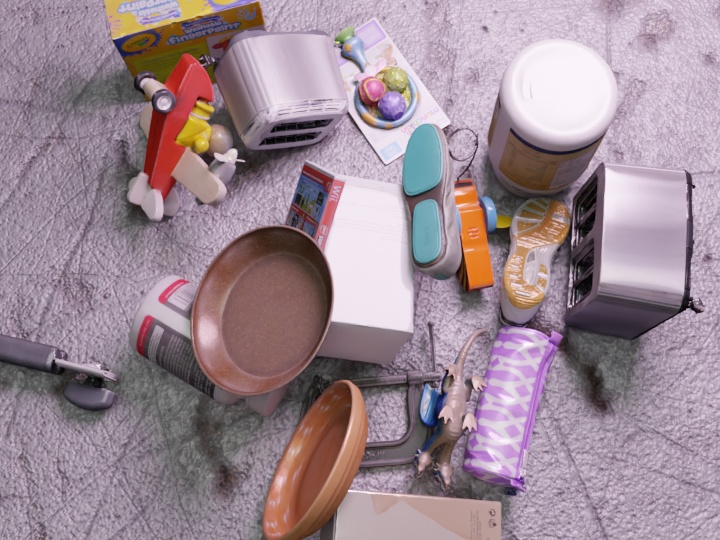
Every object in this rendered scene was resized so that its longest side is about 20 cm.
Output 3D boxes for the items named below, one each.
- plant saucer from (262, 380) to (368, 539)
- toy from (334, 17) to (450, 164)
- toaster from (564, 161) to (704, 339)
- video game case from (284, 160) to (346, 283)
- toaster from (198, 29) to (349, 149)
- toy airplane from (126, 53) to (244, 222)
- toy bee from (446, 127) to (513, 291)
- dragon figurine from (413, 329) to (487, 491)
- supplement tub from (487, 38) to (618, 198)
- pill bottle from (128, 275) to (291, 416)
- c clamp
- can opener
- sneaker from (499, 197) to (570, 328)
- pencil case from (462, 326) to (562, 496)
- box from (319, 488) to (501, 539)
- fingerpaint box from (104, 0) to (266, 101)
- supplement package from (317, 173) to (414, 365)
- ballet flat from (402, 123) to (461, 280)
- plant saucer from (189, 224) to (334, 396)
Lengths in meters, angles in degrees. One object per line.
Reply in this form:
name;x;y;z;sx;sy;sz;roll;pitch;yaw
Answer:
plant saucer;-0.048;0.225;0.967;0.037;0.200;0.202;31;76;-14
toy;0.027;-0.266;1.191;0.114;0.047;0.201;-33;75;-6
toaster;0.331;-0.022;1.032;0.117;0.200;0.183;7;74;-1
video game case;-0.076;-0.031;1.048;0.017;0.143;0.202;15;99;-22
toaster;-0.108;-0.244;1.131;0.198;0.113;0.131;-12;75;-38
toy airplane;-0.237;-0.161;1.123;0.140;0.198;0.203;-6;79;-37
toy bee;0.143;-0.079;1.116;0.129;0.109;0.203;12;95;-11
dragon figurine;0.110;0.168;1.042;0.058;0.100;0.202;18;58;-10
supplement tub;0.240;-0.186;1.080;0.142;0.200;0.146;0;73;2
pill bottle;-0.182;0.099;1.058;0.198;0.111;0.111;29;76;10
c clamp;0.014;0.168;1.079;0.197;0.027;0.173;-10;79;-3
can opener;-0.411;0.132;1.086;0.197;0.053;0.068;12;73;6
sneaker;0.220;-0.011;1.099;0.075;0.088;0.201;21;52;12
pencil case;0.187;0.170;1.036;0.083;0.085;0.202;25;72;-33
box;0.057;0.304;0.976;0.197;0.095;0.079;8;70;-12
fingerpaint box;-0.230;-0.330;1.157;0.197;0.167;0.074;-16;73;-2
supplement package;0.000;0.000;1.052;0.115;0.118;0.202;9;63;-10
ballet flat;0.089;-0.083;1.028;0.067;0.064;0.203;-14;63;30
plant saucer;-0.109;0.048;0.967;0.198;0.037;0.203;-10;68;25
